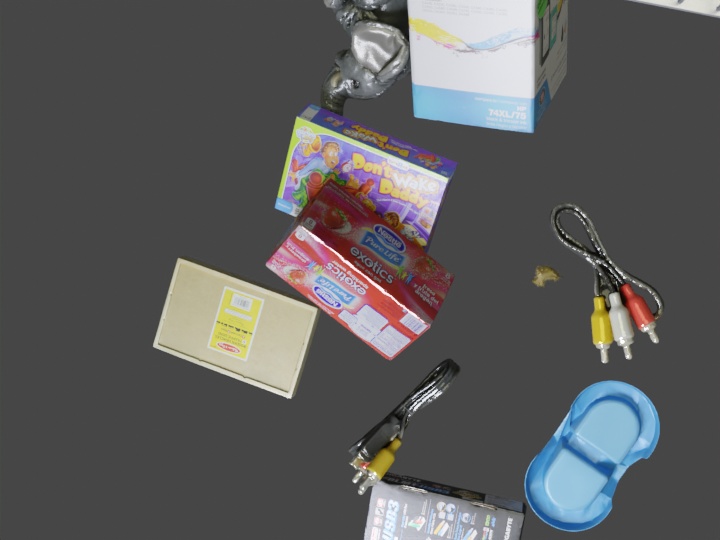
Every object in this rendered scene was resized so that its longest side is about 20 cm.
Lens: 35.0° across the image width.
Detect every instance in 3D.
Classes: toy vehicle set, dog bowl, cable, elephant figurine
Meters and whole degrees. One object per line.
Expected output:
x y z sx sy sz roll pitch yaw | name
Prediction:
-0.161 0.073 1.487 0.198 0.027 0.125 20 99 8 | toy vehicle set
0.285 0.224 1.409 0.111 0.050 0.201 34 101 6 | dog bowl
0.055 0.196 1.446 0.200 0.097 0.050 -44 98 -8 | cable
0.301 0.005 1.376 0.096 0.050 0.201 -22 92 6 | cable
0.018 -0.274 1.384 0.141 0.155 0.202 -22 106 -31 | elephant figurine

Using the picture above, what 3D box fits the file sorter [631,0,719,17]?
0.338 -0.383 1.302 0.198 0.125 0.140 13 98 8 | file sorter

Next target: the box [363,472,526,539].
0.097 0.375 1.458 0.197 0.050 0.202 11 97 11 | box

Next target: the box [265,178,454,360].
0.000 0.000 1.380 0.199 0.096 0.100 37 137 -7 | box

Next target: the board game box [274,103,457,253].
0.004 -0.104 1.403 0.199 0.045 0.135 22 125 8 | board game box

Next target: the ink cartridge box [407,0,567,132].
0.143 -0.282 1.262 0.145 0.147 0.201 11 131 21 | ink cartridge box
